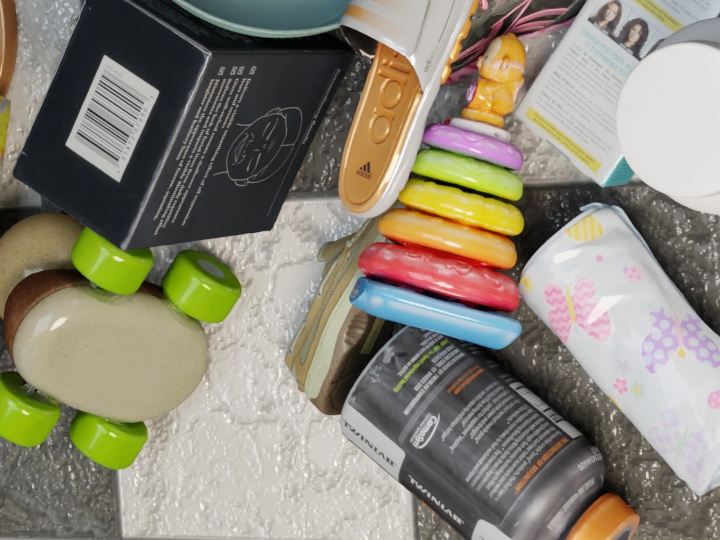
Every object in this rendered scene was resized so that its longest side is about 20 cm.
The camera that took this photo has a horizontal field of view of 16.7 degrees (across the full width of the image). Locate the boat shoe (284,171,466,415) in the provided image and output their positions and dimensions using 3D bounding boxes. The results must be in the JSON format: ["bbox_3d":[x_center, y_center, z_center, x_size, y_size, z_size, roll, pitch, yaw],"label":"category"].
[{"bbox_3d":[0.000,0.000,1.698,0.076,0.071,0.201,42,111,35],"label":"boat shoe"}]

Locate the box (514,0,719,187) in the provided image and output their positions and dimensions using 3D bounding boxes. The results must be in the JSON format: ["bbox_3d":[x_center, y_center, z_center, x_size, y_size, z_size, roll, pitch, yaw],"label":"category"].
[{"bbox_3d":[0.190,-0.158,1.590,0.082,0.049,0.200,41,111,18],"label":"box"}]

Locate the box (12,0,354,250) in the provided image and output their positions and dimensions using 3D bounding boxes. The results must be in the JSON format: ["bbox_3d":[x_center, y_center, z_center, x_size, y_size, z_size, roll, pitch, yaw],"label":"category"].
[{"bbox_3d":[-0.118,-0.108,1.669,0.107,0.200,0.149,33,108,22],"label":"box"}]

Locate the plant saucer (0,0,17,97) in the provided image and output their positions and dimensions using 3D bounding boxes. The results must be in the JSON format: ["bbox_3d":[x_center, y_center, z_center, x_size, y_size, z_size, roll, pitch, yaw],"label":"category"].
[{"bbox_3d":[-0.353,-0.181,1.879,0.199,0.032,0.202,3,96,27],"label":"plant saucer"}]

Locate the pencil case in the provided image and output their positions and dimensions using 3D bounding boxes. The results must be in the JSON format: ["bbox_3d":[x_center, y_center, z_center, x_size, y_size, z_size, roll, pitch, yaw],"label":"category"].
[{"bbox_3d":[0.192,0.050,1.590,0.200,0.083,0.091,48,119,16],"label":"pencil case"}]

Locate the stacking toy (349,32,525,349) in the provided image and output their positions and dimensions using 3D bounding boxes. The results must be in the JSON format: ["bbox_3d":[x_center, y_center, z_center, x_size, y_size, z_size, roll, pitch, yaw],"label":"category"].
[{"bbox_3d":[0.069,-0.058,1.592,0.109,0.116,0.201,15,91,-5],"label":"stacking toy"}]

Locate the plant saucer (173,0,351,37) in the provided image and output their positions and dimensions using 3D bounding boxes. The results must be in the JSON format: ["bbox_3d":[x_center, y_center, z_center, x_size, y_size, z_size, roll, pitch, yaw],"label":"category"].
[{"bbox_3d":[-0.067,-0.224,1.637,0.200,0.200,0.036,42,145,17],"label":"plant saucer"}]

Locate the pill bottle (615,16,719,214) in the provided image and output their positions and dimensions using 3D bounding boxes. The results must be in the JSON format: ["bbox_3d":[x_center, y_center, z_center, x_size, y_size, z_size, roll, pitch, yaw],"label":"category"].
[{"bbox_3d":[0.232,-0.095,1.489,0.119,0.200,0.121,3,96,26],"label":"pill bottle"}]

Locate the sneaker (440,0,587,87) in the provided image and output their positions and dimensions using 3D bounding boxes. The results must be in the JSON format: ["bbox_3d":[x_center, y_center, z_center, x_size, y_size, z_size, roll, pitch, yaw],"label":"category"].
[{"bbox_3d":[0.089,-0.184,1.615,0.200,0.095,0.079,-34,78,24],"label":"sneaker"}]

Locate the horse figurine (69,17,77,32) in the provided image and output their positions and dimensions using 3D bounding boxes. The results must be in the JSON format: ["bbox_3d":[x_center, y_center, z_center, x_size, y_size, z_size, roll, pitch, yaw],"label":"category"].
[{"bbox_3d":[-0.144,-0.227,1.753,0.199,0.050,0.133,-20,98,21],"label":"horse figurine"}]

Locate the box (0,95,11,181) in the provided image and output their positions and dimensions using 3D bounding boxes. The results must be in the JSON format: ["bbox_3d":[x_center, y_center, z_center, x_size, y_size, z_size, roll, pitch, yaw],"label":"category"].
[{"bbox_3d":[-0.377,-0.044,1.789,0.191,0.122,0.201,5,83,20],"label":"box"}]

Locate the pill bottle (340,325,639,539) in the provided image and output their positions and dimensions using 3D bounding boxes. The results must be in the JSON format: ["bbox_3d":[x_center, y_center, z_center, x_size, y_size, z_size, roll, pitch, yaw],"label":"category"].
[{"bbox_3d":[0.090,0.129,1.637,0.200,0.106,0.107,40,111,19],"label":"pill bottle"}]

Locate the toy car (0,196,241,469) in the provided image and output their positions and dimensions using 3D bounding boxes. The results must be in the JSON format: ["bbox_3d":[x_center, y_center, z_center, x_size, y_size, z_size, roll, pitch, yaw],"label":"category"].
[{"bbox_3d":[-0.209,0.014,1.791,0.165,0.157,0.200,-56,42,16],"label":"toy car"}]

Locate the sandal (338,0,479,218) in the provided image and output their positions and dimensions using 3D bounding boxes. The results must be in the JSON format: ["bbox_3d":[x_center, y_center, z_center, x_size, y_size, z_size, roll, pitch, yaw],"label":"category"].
[{"bbox_3d":[0.017,-0.136,1.560,0.079,0.059,0.208,20,94,49],"label":"sandal"}]
